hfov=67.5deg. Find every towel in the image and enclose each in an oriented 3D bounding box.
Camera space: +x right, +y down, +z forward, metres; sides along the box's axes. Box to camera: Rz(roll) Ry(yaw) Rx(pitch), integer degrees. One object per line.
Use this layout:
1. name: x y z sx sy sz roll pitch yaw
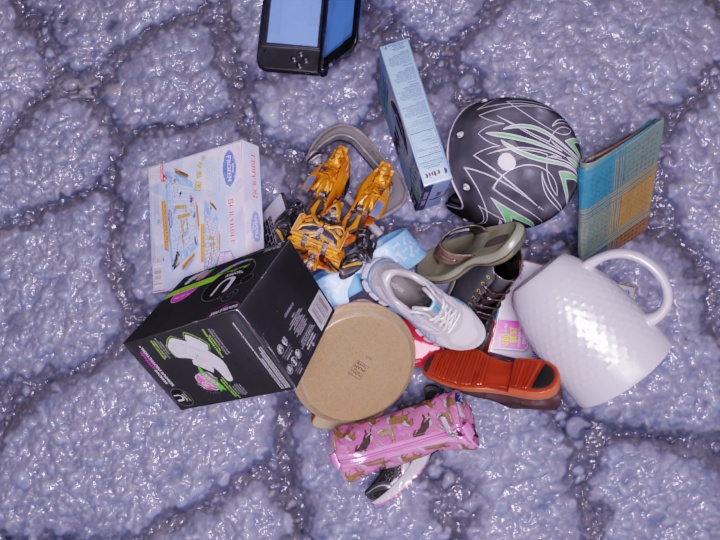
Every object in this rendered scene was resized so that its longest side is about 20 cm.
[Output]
1. towel: 0.369 -0.104 0.780 0.146 0.201 0.022 -30 43 -12

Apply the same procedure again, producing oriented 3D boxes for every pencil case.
1. pencil case: 0.058 0.228 0.737 0.199 0.087 0.083 -20 46 13

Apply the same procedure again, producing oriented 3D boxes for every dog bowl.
1. dog bowl: 0.000 0.000 0.802 0.199 0.111 0.050 -28 98 -2

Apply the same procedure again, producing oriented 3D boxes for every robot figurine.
1. robot figurine: -0.033 -0.081 0.743 0.144 0.058 0.201 21 56 7

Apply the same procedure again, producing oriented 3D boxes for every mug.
1. mug: 0.315 0.056 0.725 0.176 0.147 0.200 51 125 9

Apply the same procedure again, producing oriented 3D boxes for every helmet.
1. helmet: 0.213 -0.151 0.774 0.198 0.191 0.202 0 82 -3

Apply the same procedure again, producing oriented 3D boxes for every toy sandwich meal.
1. toy sandwich meal: -0.011 0.134 0.782 0.204 0.070 0.207 -5 107 -15

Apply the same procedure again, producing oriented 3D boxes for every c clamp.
1. c clamp: -0.013 -0.136 0.831 0.170 0.027 0.201 -31 79 -26

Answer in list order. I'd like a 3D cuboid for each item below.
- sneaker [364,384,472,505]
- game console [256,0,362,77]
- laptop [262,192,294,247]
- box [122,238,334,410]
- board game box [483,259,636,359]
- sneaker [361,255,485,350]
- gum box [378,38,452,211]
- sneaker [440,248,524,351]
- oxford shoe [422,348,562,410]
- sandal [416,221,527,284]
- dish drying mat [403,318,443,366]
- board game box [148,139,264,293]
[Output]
1. sneaker: 0.073 0.257 0.812 0.086 0.080 0.200 41 80 18
2. game console: -0.079 -0.425 0.842 0.169 0.118 0.202 5 85 1
3. laptop: -0.173 0.015 0.802 0.115 0.200 0.189 -12 79 -34
4. box: -0.161 0.071 0.683 0.199 0.149 0.125 -16 117 29
5. board game box: 0.305 0.076 0.832 0.199 0.040 0.154 14 85 2
6. sneaker: 0.094 0.054 0.721 0.199 0.087 0.075 30 87 -16
7. gum box: 0.076 -0.203 0.795 0.044 0.170 0.201 -16 85 0
8. sneaker: 0.175 0.049 0.796 0.074 0.106 0.202 13 85 -15
9. oxford shoe: 0.181 0.161 0.759 0.199 0.073 0.071 6 47 36
10. sandal: 0.149 -0.037 0.778 0.057 0.201 0.080 35 59 -21
11. dish drying mat: 0.042 0.115 0.843 0.198 0.018 0.077 -4 84 0
12. board game box: -0.234 -0.073 0.808 0.198 0.041 0.202 -6 85 30
